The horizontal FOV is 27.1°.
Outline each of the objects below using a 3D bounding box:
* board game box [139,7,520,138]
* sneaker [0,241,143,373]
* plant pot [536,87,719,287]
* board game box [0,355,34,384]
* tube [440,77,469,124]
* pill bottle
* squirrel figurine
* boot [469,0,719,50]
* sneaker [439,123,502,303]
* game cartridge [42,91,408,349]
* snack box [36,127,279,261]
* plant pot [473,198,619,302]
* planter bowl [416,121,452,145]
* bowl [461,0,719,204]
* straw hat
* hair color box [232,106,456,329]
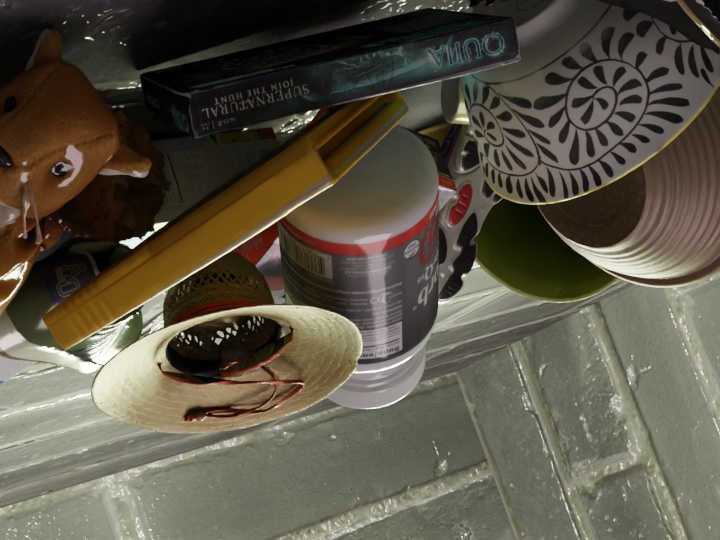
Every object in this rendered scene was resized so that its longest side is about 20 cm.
[{"bbox_3d":[-0.022,-0.120,0.886,0.197,0.029,0.135,-15,-164,-16],"label":"board game box"},{"bbox_3d":[-0.173,0.021,1.013,0.089,0.068,0.200,-26,171,13],"label":"sneaker"},{"bbox_3d":[0.179,-0.075,1.026,0.092,0.203,0.200,-26,177,-41],"label":"plant pot"},{"bbox_3d":[-0.349,0.050,1.055,0.197,0.044,0.199,16,149,-37],"label":"board game box"},{"bbox_3d":[0.162,-0.134,1.141,0.197,0.053,0.058,1,-172,-15],"label":"tube"},{"bbox_3d":[0.000,0.000,1.078,0.114,0.116,0.201,-18,139,-14],"label":"pill bottle"},{"bbox_3d":[-0.196,-0.055,0.850,0.186,0.142,0.200,-38,177,30],"label":"squirrel figurine"},{"bbox_3d":[0.119,-0.171,0.842,0.137,0.078,0.199,-22,136,39],"label":"boot"},{"bbox_3d":[0.067,-0.075,1.200,0.083,0.202,0.080,23,174,43],"label":"sneaker"},{"bbox_3d":[-0.076,-0.038,0.885,0.199,0.033,0.176,-29,-172,22],"label":"game cartridge"},{"bbox_3d":[-0.174,-0.036,1.095,0.198,0.068,0.168,-13,168,-43],"label":"snack box"},{"bbox_3d":[0.199,-0.095,1.320,0.186,0.189,0.200,-27,-176,36],"label":"plant pot"},{"bbox_3d":[0.066,-0.066,1.392,0.198,0.084,0.200,-20,171,-3],"label":"planter bowl"},{"bbox_3d":[0.131,-0.150,0.941,0.199,0.202,0.094,-26,125,29],"label":"bowl"},{"bbox_3d":[-0.096,0.034,1.024,0.198,0.086,0.202,-11,154,-5],"label":"straw hat"},{"bbox_3d":[-0.030,-0.031,1.171,0.110,0.064,0.200,17,128,-34],"label":"hair color box"}]
